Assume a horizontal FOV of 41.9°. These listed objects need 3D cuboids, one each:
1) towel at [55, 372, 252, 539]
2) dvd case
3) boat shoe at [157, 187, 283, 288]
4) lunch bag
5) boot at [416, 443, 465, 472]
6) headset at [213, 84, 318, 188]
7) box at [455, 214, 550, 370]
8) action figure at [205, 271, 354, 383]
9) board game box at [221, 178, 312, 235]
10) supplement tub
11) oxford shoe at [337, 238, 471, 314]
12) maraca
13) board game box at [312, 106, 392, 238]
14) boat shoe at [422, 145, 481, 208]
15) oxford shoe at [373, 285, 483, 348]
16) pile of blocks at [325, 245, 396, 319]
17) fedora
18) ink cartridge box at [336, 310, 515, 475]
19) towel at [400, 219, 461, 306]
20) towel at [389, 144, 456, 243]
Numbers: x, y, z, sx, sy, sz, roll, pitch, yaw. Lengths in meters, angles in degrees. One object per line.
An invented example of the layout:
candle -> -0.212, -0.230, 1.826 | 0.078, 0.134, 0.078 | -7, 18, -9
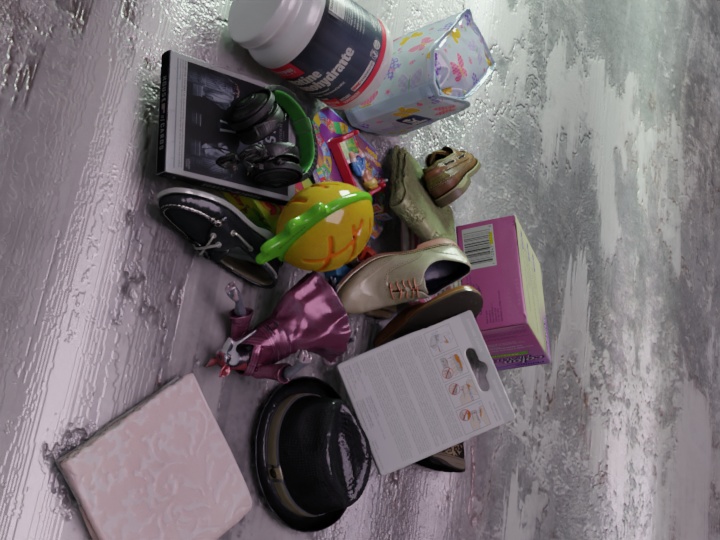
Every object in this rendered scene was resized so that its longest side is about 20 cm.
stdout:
towel -> -0.227, 0.246, 1.071 | 0.200, 0.032, 0.192 | -34, 106, -45
dvd case -> -0.160, -0.171, 1.162 | 0.199, 0.025, 0.152 | 10, 76, -44
boat shoe -> -0.168, -0.038, 1.159 | 0.199, 0.075, 0.061 | 27, 57, -39
lunch bag -> 0.085, -0.279, 1.397 | 0.128, 0.169, 0.200 | 61, 38, -18
boot -> 0.101, 0.205, 1.390 | 0.200, 0.073, 0.152 | 33, 61, -42
headset -> -0.104, -0.158, 1.132 | 0.200, 0.093, 0.124 | -38, 110, -55
box -> 0.225, 0.040, 1.468 | 0.200, 0.096, 0.177 | 45, 38, -59
action figure -> -0.112, 0.082, 1.199 | 0.199, 0.149, 0.134 | -26, 75, -27
board game box -> -0.144, -0.141, 1.225 | 0.200, 0.047, 0.102 | 55, 48, -23
supplement tub -> -0.065, -0.319, 1.276 | 0.199, 0.140, 0.141 | 24, 65, -41
oxford shoe -> 0.057, 0.012, 1.293 | 0.199, 0.074, 0.071 | -25, 115, -9
maraca -> -0.054, -0.052, 1.169 | 0.107, 0.137, 0.200 | 52, 25, 10
board game box -> 0.000, -0.147, 1.348 | 0.200, 0.039, 0.159 | 37, 46, -46
boat shoe -> 0.140, -0.165, 1.475 | 0.068, 0.072, 0.200 | 53, 19, -10
oxford shoe -> 0.088, 0.067, 1.322 | 0.071, 0.200, 0.072 | 37, 36, -27
pile of blocks -> 0.000, 0.000, 1.336 | 0.200, 0.062, 0.082 | 44, 53, -31
fedora -> -0.044, 0.236, 1.217 | 0.200, 0.091, 0.202 | 12, 74, -45
ink cartridge box -> 0.087, 0.164, 1.273 | 0.047, 0.199, 0.161 | 72, -5, -81
towel -> 0.122, 0.011, 1.444 | 0.200, 0.030, 0.147 | 33, 46, -48
towel -> 0.093, -0.097, 1.414 | 0.149, 0.036, 0.200 | 49, 19, -23
